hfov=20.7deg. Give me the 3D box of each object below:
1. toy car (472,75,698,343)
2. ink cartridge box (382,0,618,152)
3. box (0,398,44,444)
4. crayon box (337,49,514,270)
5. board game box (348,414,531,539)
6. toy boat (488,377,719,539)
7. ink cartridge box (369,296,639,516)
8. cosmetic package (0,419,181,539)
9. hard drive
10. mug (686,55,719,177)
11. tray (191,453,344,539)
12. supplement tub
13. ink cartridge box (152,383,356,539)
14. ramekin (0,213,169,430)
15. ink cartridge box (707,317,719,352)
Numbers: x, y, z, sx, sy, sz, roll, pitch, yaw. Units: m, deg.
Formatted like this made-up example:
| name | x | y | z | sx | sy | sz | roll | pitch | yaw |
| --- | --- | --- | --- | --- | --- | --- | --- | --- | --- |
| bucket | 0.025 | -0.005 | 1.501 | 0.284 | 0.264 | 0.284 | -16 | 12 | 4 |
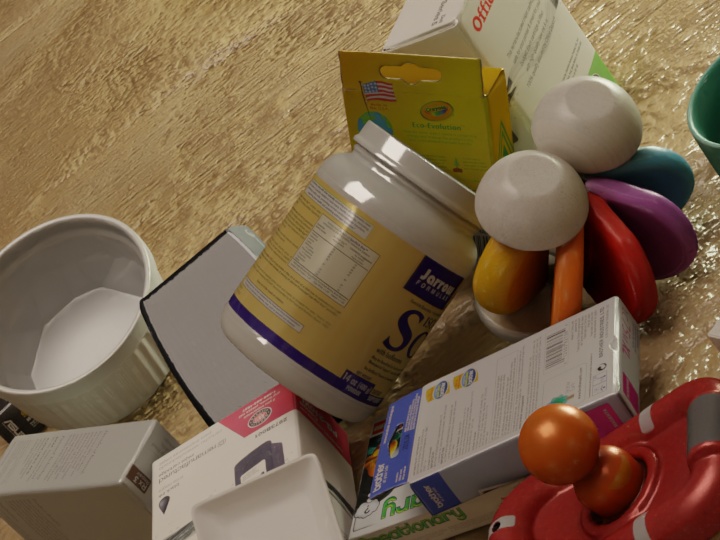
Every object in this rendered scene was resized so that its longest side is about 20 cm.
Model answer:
| name | x | y | z | sx | sy | sz | roll | pitch | yaw |
| --- | --- | --- | --- | --- | --- | --- | --- | --- | --- |
| toy car | 0.177 | -0.031 | 1.478 | 0.150 | 0.175 | 0.200 | 26 | 59 | 21 |
| ink cartridge box | 0.123 | -0.171 | 1.667 | 0.084 | 0.200 | 0.146 | -15 | 36 | 38 |
| box | -0.337 | 0.086 | 2.015 | 0.158 | 0.048 | 0.200 | -46 | 29 | -9 |
| crayon box | 0.059 | -0.098 | 1.604 | 0.127 | 0.201 | 0.051 | 7 | 37 | 22 |
| board game box | 0.088 | 0.133 | 1.450 | 0.200 | 0.035 | 0.126 | -24 | 33 | 28 |
| toy boat | 0.153 | 0.133 | 1.255 | 0.200 | 0.131 | 0.131 | -39 | 24 | 33 |
| ink cartridge box | 0.103 | 0.101 | 1.392 | 0.200 | 0.042 | 0.119 | -24 | 26 | 22 |
| cosmetic package | -0.221 | 0.189 | 1.675 | 0.200 | 0.102 | 0.074 | -10 | 41 | 41 |
| hard drive | -0.096 | 0.065 | 1.653 | 0.135 | 0.042 | 0.200 | -39 | 64 | 3 |
| mug | 0.340 | -0.112 | 1.415 | 0.185 | 0.114 | 0.152 | -40 | 28 | -1 |
| tray | -0.044 | 0.239 | 1.370 | 0.107 | 0.022 | 0.201 | -24 | 69 | 17 |
| supplement tub | 0.000 | 0.000 | 1.527 | 0.200 | 0.145 | 0.145 | -55 | 28 | 5 |
| ink cartridge box | -0.081 | 0.198 | 1.508 | 0.145 | 0.084 | 0.200 | -32 | 30 | 14 |
| ramekin | -0.266 | 0.056 | 1.859 | 0.199 | 0.105 | 0.201 | -12 | 53 | 16 |
| ink cartridge box | 0.298 | 0.038 | 1.248 | 0.200 | 0.116 | 0.068 | -51 | 30 | -20 |
